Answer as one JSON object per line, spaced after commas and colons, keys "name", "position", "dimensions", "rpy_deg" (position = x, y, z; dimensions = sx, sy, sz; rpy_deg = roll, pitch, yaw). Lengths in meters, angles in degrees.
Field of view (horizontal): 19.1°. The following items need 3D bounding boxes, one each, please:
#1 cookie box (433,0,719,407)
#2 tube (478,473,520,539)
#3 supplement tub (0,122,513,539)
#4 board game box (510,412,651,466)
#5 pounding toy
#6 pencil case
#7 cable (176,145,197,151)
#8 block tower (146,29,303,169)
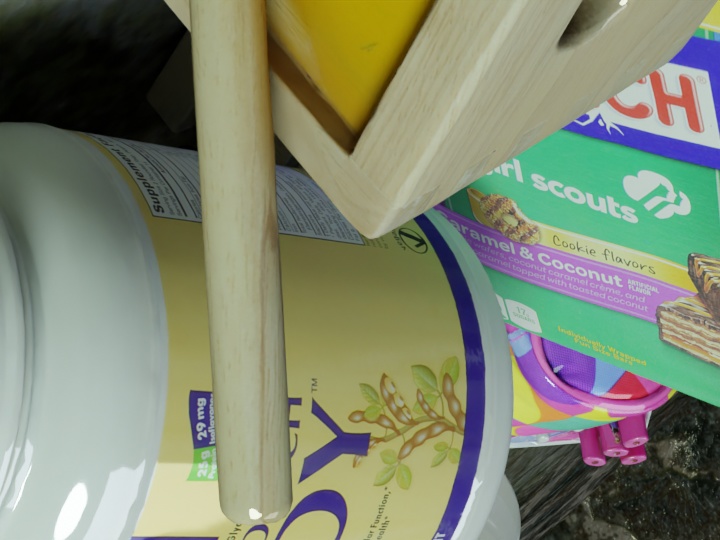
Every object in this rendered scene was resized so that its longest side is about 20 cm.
{"name": "cookie box", "position": [0.084, -0.054, 0.663], "dimensions": [0.075, 0.170, 0.201], "rpy_deg": [-53, 148, -26]}
{"name": "tube", "position": [-0.017, 0.136, 0.995], "dimensions": [0.199, 0.052, 0.058], "rpy_deg": [-26, 138, 37]}
{"name": "supplement tub", "position": [-0.067, 0.035, 0.634], "dimensions": [0.199, 0.146, 0.146], "rpy_deg": [6, 136, -43]}
{"name": "board game box", "position": [0.060, 0.051, 1.082], "dimensions": [0.198, 0.026, 0.201], "rpy_deg": [-4, 147, -4]}
{"name": "pounding toy", "position": [0.000, -0.093, 0.417], "dimensions": [0.142, 0.184, 0.200], "rpy_deg": [-31, 164, -34]}
{"name": "pencil case", "position": [0.054, 0.031, 0.900], "dimensions": [0.088, 0.089, 0.200], "rpy_deg": [-33, -176, -29]}
{"name": "cable", "position": [-0.113, 0.013, 0.764], "dimensions": [0.200, 0.051, 0.163], "rpy_deg": [-40, 162, 8]}
{"name": "block tower", "position": [0.016, -0.084, 0.773], "dimensions": [0.199, 0.058, 0.054], "rpy_deg": [-25, 159, -46]}
